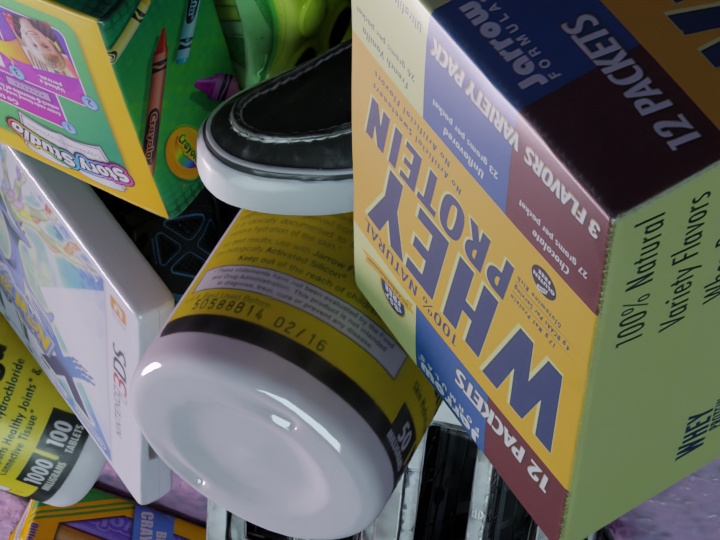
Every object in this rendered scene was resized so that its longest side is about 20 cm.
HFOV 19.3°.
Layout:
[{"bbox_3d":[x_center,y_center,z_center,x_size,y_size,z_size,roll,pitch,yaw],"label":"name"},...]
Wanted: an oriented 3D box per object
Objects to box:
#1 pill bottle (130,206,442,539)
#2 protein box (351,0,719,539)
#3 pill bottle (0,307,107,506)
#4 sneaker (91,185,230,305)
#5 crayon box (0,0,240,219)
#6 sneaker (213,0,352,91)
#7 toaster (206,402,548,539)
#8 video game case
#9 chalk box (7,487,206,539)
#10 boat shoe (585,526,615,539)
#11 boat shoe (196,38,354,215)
[{"bbox_3d":[0.000,0.000,0.859,0.111,0.200,0.111,21,147,15],"label":"pill bottle"},{"bbox_3d":[0.115,-0.048,0.709,0.135,0.200,0.199,51,159,29],"label":"protein box"},{"bbox_3d":[-0.224,0.042,1.102,0.200,0.113,0.112,21,148,-19],"label":"pill bottle"},{"bbox_3d":[-0.101,-0.016,1.003,0.073,0.082,0.200,-2,143,29],"label":"sneaker"},{"bbox_3d":[-0.148,-0.109,0.843,0.200,0.058,0.119,24,152,25],"label":"crayon box"},{"bbox_3d":[-0.043,-0.126,0.836,0.084,0.074,0.200,36,156,17],"label":"sneaker"},{"bbox_3d":[0.023,0.077,1.000,0.180,0.119,0.200,12,123,9],"label":"toaster"},{"bbox_3d":[-0.148,-0.008,0.978,0.200,0.022,0.182,51,157,23],"label":"video game case"},{"bbox_3d":[-0.141,0.236,1.368,0.200,0.124,0.125,22,148,-9],"label":"chalk box"},{"bbox_3d":[0.103,0.133,1.149,0.068,0.074,0.200,-3,139,23],"label":"boat shoe"},{"bbox_3d":[0.030,-0.080,0.809,0.199,0.071,0.064,-18,139,-12],"label":"boat shoe"}]
